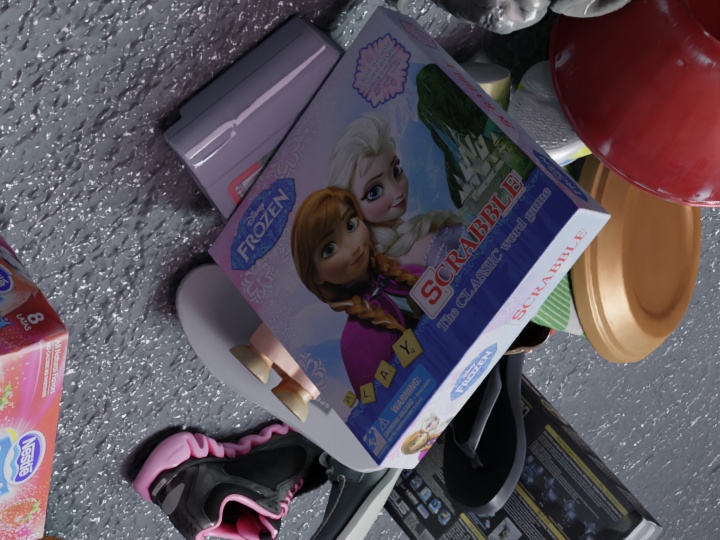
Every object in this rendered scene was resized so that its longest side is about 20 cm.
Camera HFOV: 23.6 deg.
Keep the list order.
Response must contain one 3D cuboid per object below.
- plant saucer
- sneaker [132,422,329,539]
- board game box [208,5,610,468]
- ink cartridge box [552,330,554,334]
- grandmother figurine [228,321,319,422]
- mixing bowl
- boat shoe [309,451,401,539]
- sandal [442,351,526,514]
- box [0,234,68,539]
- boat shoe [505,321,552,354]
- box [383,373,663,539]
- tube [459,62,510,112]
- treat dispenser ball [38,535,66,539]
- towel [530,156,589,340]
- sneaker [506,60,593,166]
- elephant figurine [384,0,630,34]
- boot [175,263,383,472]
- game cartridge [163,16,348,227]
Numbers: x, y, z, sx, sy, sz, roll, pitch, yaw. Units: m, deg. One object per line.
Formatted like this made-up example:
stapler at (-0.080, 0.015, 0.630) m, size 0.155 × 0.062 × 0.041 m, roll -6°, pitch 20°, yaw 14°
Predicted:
plant saucer at (0.229, -0.025, 1.394) m, size 0.200 × 0.037 × 0.202 m, roll -10°, pitch 103°, yaw -56°
sneaker at (-0.083, 0.177, 1.351) m, size 0.199 × 0.095 × 0.079 m, roll -2°, pitch 130°, yaw -49°
board game box at (0.021, -0.021, 1.048) m, size 0.041 × 0.200 × 0.201 m, roll 11°, pitch 121°, yaw -52°
ink cartridge box at (0.098, 0.104, 1.505) m, size 0.199 × 0.050 × 0.109 m, roll -37°, pitch 148°, yaw -7°
grandmother figurine at (0.000, 0.000, 1.158) m, size 0.200 × 0.061 × 0.121 m, roll -46°, pitch 112°, yaw -7°
mixing bowl at (0.235, -0.156, 1.144) m, size 0.199 × 0.201 × 0.109 m, roll -26°, pitch 164°, yaw -23°
boat shoe at (-0.001, 0.160, 1.388) m, size 0.201 × 0.061 × 0.073 m, roll -55°, pitch 169°, yaw -27°
sandal at (0.097, 0.099, 1.401) m, size 0.076 × 0.202 × 0.043 m, roll -13°, pitch 151°, yaw 41°
box at (-0.248, 0.089, 1.050) m, size 0.099 × 0.096 × 0.201 m, roll -20°, pitch 143°, yaw -33°
boat shoe at (0.080, 0.037, 1.297) m, size 0.201 × 0.075 × 0.075 m, roll -8°, pitch 129°, yaw -51°
box at (0.123, 0.195, 1.405) m, size 0.161 × 0.200 × 0.049 m, roll -49°, pitch 143°, yaw 9°
tube at (0.080, -0.045, 1.222) m, size 0.057 × 0.052 × 0.202 m, roll 2°, pitch 113°, yaw 4°
treat dispenser ball at (-0.237, 0.286, 1.209) m, size 0.200 × 0.201 × 0.202 m, roll -28°, pitch 147°, yaw -20°
towel at (0.170, -0.024, 1.367) m, size 0.199 × 0.023 × 0.154 m, roll 16°, pitch 74°, yaw -56°
sneaker at (0.154, -0.108, 1.237) m, size 0.200 × 0.076 × 0.105 m, roll -42°, pitch 162°, yaw -41°
elephant figurine at (0.138, -0.213, 1.055) m, size 0.198 × 0.155 × 0.143 m, roll -13°, pitch 125°, yaw -26°
boot at (-0.058, 0.067, 1.231) m, size 0.200 × 0.096 × 0.074 m, roll 44°, pitch 86°, yaw -15°
game cartridge at (-0.041, -0.076, 1.138) m, size 0.133 × 0.041 × 0.200 m, roll -43°, pitch 150°, yaw -6°
